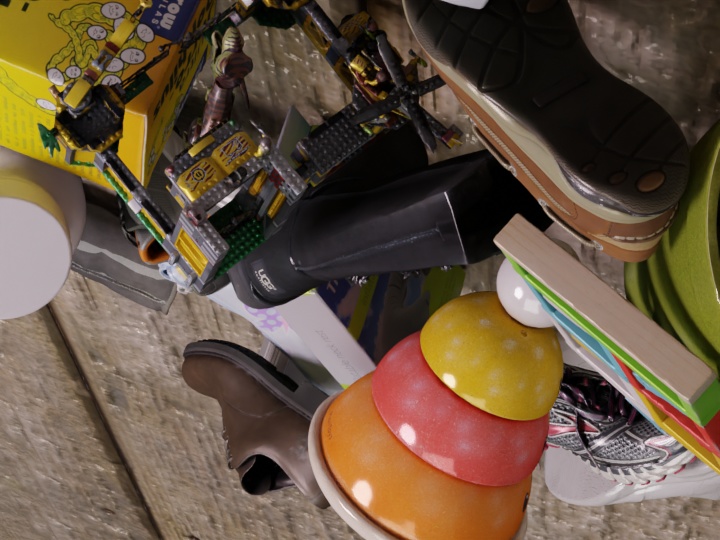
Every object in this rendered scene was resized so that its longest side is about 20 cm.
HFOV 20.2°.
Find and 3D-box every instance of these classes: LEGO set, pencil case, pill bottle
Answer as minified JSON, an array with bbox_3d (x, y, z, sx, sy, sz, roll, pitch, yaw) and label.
[{"bbox_3d":[-0.058,-0.088,1.029,0.154,0.200,0.116,59,165,4],"label":"LEGO set"},{"bbox_3d":[-0.048,0.012,1.379,0.083,0.091,0.200,-5,145,47],"label":"pencil case"},{"bbox_3d":[-0.229,-0.052,1.256,0.111,0.111,0.200,36,-165,-28],"label":"pill bottle"}]

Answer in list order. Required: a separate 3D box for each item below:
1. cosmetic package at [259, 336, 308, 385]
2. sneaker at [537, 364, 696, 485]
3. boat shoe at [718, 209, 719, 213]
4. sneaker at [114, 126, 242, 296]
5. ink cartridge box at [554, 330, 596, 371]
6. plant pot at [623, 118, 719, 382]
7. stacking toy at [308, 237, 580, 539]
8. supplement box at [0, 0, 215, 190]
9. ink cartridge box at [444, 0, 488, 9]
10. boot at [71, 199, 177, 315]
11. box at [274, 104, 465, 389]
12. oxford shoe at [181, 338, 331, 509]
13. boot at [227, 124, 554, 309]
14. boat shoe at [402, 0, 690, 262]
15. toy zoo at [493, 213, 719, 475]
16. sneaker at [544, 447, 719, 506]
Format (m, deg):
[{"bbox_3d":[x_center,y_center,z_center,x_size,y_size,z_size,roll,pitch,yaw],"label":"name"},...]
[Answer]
[{"bbox_3d":[0.021,0.105,1.522,0.200,0.090,0.107,26,156,-15],"label":"cosmetic package"},{"bbox_3d":[0.150,0.093,1.387,0.200,0.081,0.075,4,148,37],"label":"sneaker"},{"bbox_3d":[0.171,-0.016,1.130,0.202,0.086,0.075,29,156,-13],"label":"boat shoe"},{"bbox_3d":[-0.132,-0.053,1.285,0.200,0.079,0.074,37,171,41],"label":"sneaker"},{"bbox_3d":[0.217,0.040,1.195,0.199,0.050,0.162,17,164,-12],"label":"ink cartridge box"},{"bbox_3d":[0.226,-0.006,1.009,0.200,0.201,0.193,27,168,-10],"label":"plant pot"},{"bbox_3d":[0.070,0.064,1.168,0.146,0.146,0.200,26,123,-8],"label":"stacking toy"},{"bbox_3d":[-0.194,-0.143,1.159,0.199,0.109,0.110,21,156,1],"label":"supplement box"},{"bbox_3d":[0.011,-0.200,0.883,0.160,0.047,0.200,13,153,-10],"label":"ink cartridge box"},{"bbox_3d":[-0.216,-0.038,1.445,0.200,0.073,0.182,29,170,1],"label":"boot"},{"bbox_3d":[0.000,0.000,1.269,0.048,0.122,0.200,1,150,28],"label":"box"},{"bbox_3d":[-0.073,0.104,1.386,0.073,0.085,0.200,38,174,-39],"label":"oxford shoe"},{"bbox_3d":[0.038,-0.045,1.106,0.200,0.165,0.066,-18,112,52],"label":"boot"},{"bbox_3d":[0.083,-0.079,0.983,0.200,0.075,0.074,55,163,34],"label":"boat shoe"},{"bbox_3d":[0.144,0.049,1.045,0.131,0.020,0.200,41,177,28],"label":"toy zoo"},{"bbox_3d":[0.219,0.140,1.447,0.088,0.075,0.200,24,158,-34],"label":"sneaker"}]
